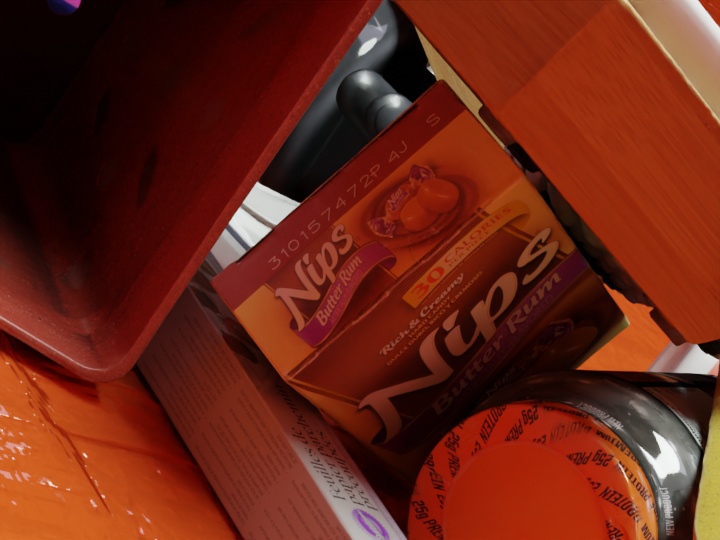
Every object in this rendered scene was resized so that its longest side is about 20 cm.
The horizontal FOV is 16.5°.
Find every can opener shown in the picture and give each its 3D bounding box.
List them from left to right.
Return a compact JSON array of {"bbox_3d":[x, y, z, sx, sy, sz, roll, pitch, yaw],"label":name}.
[{"bbox_3d":[0.048,-0.024,1.184,0.063,0.079,0.200,33,-15,41],"label":"can opener"}]

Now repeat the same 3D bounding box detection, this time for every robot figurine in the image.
[{"bbox_3d":[-0.044,-0.115,1.240,0.200,0.125,0.150,43,-10,13],"label":"robot figurine"}]

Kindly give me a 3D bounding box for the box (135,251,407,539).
[{"bbox_3d":[-0.046,0.053,0.953,0.039,0.041,0.200,22,23,-46],"label":"box"}]

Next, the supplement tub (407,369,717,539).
[{"bbox_3d":[0.105,0.101,1.006,0.123,0.123,0.200,46,19,22],"label":"supplement tub"}]

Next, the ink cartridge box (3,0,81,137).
[{"bbox_3d":[-0.121,-0.144,1.128,0.094,0.037,0.200,31,48,9],"label":"ink cartridge box"}]

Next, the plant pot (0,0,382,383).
[{"bbox_3d":[-0.134,-0.111,0.951,0.199,0.200,0.176,32,7,-22],"label":"plant pot"}]

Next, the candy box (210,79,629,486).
[{"bbox_3d":[0.029,0.014,0.986,0.057,0.117,0.200,50,2,26],"label":"candy box"}]

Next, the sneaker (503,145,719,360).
[{"bbox_3d":[0.128,-0.027,1.014,0.075,0.081,0.200,46,-4,-34],"label":"sneaker"}]

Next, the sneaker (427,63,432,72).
[{"bbox_3d":[-0.047,-0.138,1.359,0.200,0.090,0.075,34,17,-19],"label":"sneaker"}]

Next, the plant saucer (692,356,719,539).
[{"bbox_3d":[0.205,0.119,0.992,0.200,0.048,0.200,58,27,-23],"label":"plant saucer"}]

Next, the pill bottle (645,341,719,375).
[{"bbox_3d":[0.232,0.111,1.275,0.200,0.112,0.112,40,17,1],"label":"pill bottle"}]

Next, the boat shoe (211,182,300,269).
[{"bbox_3d":[0.000,0.000,1.142,0.200,0.066,0.072,37,17,-9],"label":"boat shoe"}]

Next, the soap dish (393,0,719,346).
[{"bbox_3d":[0.083,-0.071,0.910,0.157,0.081,0.200,47,5,-32],"label":"soap dish"}]

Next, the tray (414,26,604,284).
[{"bbox_3d":[0.068,-0.092,1.201,0.099,0.037,0.200,36,27,-46],"label":"tray"}]
